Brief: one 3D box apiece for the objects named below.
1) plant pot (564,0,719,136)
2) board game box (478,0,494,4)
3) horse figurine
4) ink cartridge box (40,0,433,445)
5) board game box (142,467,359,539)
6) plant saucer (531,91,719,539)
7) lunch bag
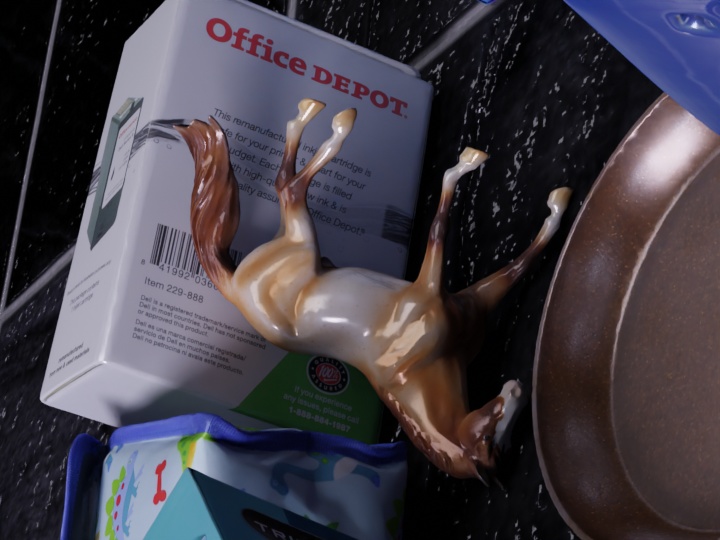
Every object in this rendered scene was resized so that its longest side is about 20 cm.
[{"bbox_3d":[0.174,-0.143,0.564,0.179,0.200,0.201,12,80,38],"label":"plant pot"},{"bbox_3d":[0.024,-0.199,0.901,0.152,0.199,0.045,-20,53,56],"label":"board game box"},{"bbox_3d":[0.000,0.000,0.885,0.199,0.050,0.133,21,89,20],"label":"horse figurine"},{"bbox_3d":[-0.056,-0.017,0.976,0.084,0.145,0.201,-30,44,57],"label":"ink cartridge box"},{"bbox_3d":[0.013,0.160,0.703,0.047,0.150,0.200,-58,27,11],"label":"board game box"},{"bbox_3d":[0.134,0.012,0.720,0.200,0.034,0.201,-43,36,43],"label":"plant saucer"},{"bbox_3d":[-0.076,0.157,0.891,0.200,0.127,0.171,-15,67,61],"label":"lunch bag"}]
